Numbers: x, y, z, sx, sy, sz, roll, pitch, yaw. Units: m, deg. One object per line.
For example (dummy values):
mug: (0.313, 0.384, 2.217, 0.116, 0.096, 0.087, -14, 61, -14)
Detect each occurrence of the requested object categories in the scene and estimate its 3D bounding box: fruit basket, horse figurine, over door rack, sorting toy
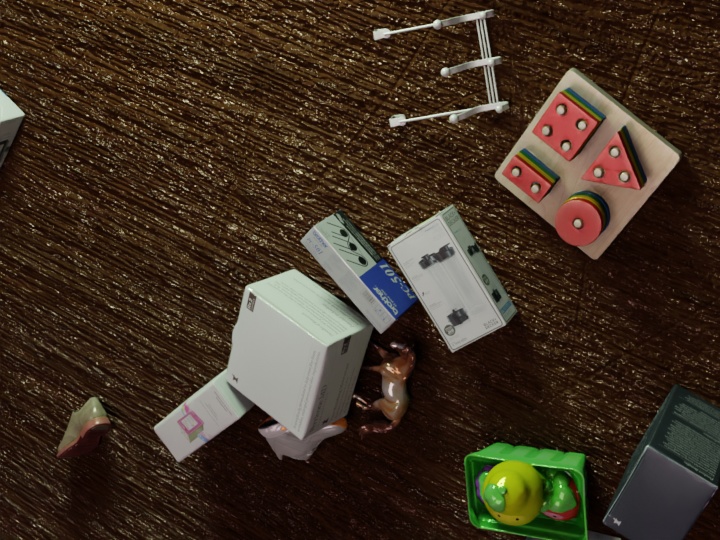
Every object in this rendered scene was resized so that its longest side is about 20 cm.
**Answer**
fruit basket: (0.253, 0.355, 1.581, 0.213, 0.215, 0.158, 3, 110, 28)
horse figurine: (0.041, 0.199, 1.730, 0.131, 0.050, 0.203, 14, 113, 31)
over door rack: (0.111, -0.292, 1.487, 0.198, 0.066, 0.150, -3, 107, 30)
sorting toy: (0.311, -0.142, 1.432, 0.198, 0.069, 0.201, 40, 123, 10)

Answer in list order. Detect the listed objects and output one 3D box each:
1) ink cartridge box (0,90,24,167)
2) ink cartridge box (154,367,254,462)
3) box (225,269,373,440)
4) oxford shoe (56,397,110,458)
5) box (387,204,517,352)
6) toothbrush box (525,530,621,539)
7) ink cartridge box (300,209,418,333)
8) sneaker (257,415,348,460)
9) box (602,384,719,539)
ink cartridge box: (-0.751, -0.264, 1.981, 0.116, 0.068, 0.200, 44, 123, 7)
ink cartridge box: (-0.267, 0.249, 1.864, 0.199, 0.144, 0.085, -36, 92, 34)
box: (-0.107, 0.139, 1.721, 0.199, 0.130, 0.201, 33, 123, 28)
oxford shoe: (-0.589, 0.336, 2.140, 0.200, 0.070, 0.076, -40, 61, 36)
box: (0.145, 0.012, 1.591, 0.116, 0.060, 0.201, -32, 92, 34)
toothbrush box: (0.318, 0.494, 1.599, 0.145, 0.200, 0.087, 9, 112, 27)
ink cartridge box: (0.000, 0.000, 1.648, 0.200, 0.094, 0.044, 49, 124, 3)
sneaker: (-0.091, 0.299, 1.837, 0.198, 0.076, 0.093, -12, 110, 40)
box: (0.445, 0.285, 1.445, 0.106, 0.200, 0.150, 30, 121, 16)
